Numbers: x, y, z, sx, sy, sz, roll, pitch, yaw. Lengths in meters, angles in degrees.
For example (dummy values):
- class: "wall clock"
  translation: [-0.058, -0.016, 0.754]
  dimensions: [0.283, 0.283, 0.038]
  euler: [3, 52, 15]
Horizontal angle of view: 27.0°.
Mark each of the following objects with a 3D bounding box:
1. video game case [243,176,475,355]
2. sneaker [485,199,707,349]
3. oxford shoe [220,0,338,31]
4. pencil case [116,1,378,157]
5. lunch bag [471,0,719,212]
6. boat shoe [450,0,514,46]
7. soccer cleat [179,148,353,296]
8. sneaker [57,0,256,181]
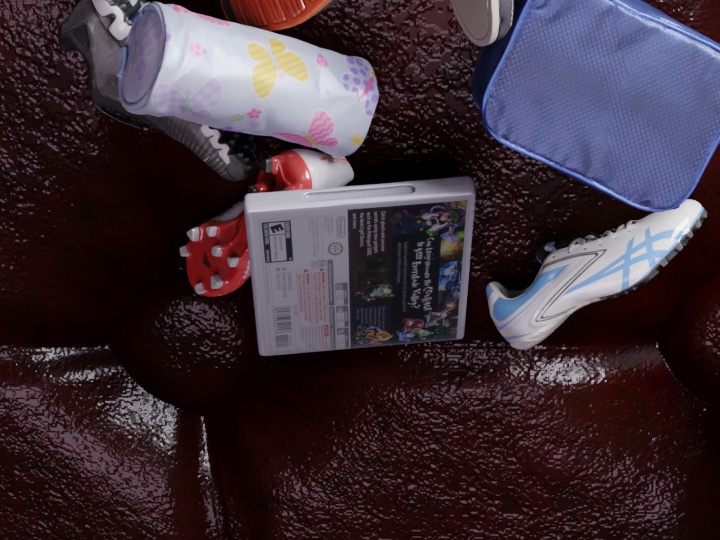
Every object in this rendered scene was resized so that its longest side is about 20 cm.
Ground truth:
- class: "video game case"
  translation: [0.000, 0.000, 1.245]
  dimensions: [0.182, 0.023, 0.200]
  euler: [-4, 142, -3]
- class: "sneaker"
  translation: [0.193, -0.007, 1.249]
  dimensions: [0.200, 0.072, 0.073]
  euler: [-32, 92, 17]
- class: "oxford shoe"
  translation: [-0.024, -0.232, 1.144]
  dimensions: [0.200, 0.073, 0.071]
  euler: [-16, 94, 38]
- class: "pencil case"
  translation: [-0.086, -0.142, 1.154]
  dimensions: [0.200, 0.083, 0.091]
  euler: [9, 160, -30]
- class: "lunch bag"
  translation: [0.189, -0.138, 1.136]
  dimensions: [0.200, 0.132, 0.136]
  euler: [26, 105, -6]
- class: "boat shoe"
  translation: [0.094, -0.261, 1.072]
  dimensions: [0.063, 0.073, 0.200]
  euler: [-7, 87, -24]
- class: "soccer cleat"
  translation: [-0.081, -0.038, 1.268]
  dimensions: [0.200, 0.085, 0.069]
  euler: [-44, 65, 43]
- class: "sneaker"
  translation: [-0.169, -0.145, 1.220]
  dimensions: [0.090, 0.066, 0.200]
  euler: [-32, 108, 26]
